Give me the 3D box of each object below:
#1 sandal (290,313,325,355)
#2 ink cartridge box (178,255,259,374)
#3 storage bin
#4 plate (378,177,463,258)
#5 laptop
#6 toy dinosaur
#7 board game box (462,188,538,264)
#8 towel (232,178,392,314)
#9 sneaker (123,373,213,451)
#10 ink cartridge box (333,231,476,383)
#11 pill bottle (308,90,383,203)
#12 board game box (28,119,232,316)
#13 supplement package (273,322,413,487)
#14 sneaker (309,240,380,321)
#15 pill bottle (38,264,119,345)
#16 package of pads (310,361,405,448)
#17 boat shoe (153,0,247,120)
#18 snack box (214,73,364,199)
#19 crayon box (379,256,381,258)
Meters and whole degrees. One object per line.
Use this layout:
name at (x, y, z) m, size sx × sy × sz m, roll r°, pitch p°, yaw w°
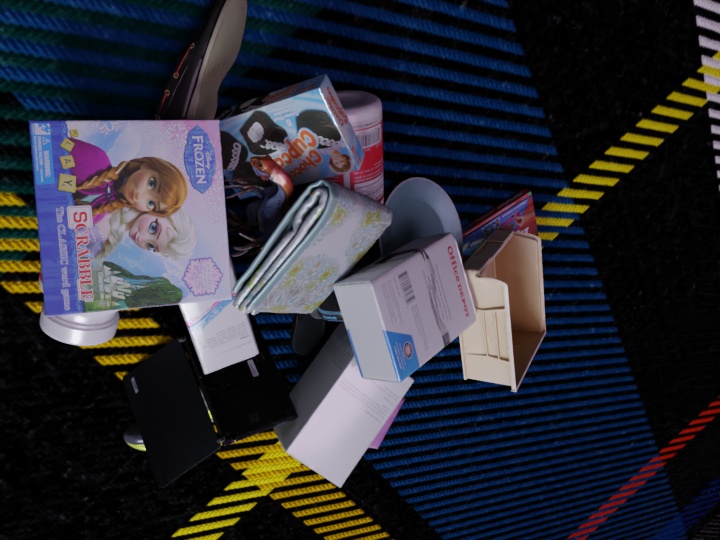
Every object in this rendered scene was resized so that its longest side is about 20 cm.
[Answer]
sandal at (-0.076, 0.052, 0.963) m, size 0.074 × 0.048 × 0.205 m, roll -10°, pitch 119°, yaw -23°
ink cartridge box at (-0.211, 0.011, 0.806) m, size 0.084 × 0.148 × 0.204 m, roll -17°, pitch 122°, yaw -15°
storage bin at (0.243, 0.058, 1.014) m, size 0.199 × 0.092 × 0.204 m, roll -38°, pitch 124°, yaw -51°
plate at (0.097, -0.049, 0.979) m, size 0.197 × 0.025 × 0.206 m, roll 4°, pitch 84°, yaw -40°
laptop at (-0.225, 0.189, 0.891) m, size 0.197 × 0.180 × 0.104 m, roll -12°, pitch 153°, yaw -38°
toy dinosaur at (-0.120, -0.091, 0.794) m, size 0.198 × 0.107 × 0.180 m, roll -26°, pitch 174°, yaw -46°
board game box at (0.239, -0.057, 1.096) m, size 0.197 × 0.019 × 0.104 m, roll -32°, pitch 127°, yaw -11°
towel at (-0.061, -0.022, 0.774) m, size 0.200 × 0.048 × 0.170 m, roll -48°, pitch 159°, yaw 16°
sneaker at (-0.276, 0.207, 0.931) m, size 0.197 × 0.073 × 0.083 m, roll -25°, pitch 119°, yaw -24°
ink cartridge box at (0.071, 0.049, 0.875) m, size 0.198 × 0.083 × 0.149 m, roll -28°, pitch 105°, yaw -41°
pill bottle at (-0.021, -0.141, 0.851) m, size 0.110 × 0.112 × 0.205 m, roll -14°, pitch 122°, yaw -21°
board game box at (-0.247, -0.061, 0.658) m, size 0.194 × 0.041 × 0.206 m, roll -5°, pitch 93°, yaw -18°
supplement package at (-0.032, 0.207, 0.940) m, size 0.116 × 0.117 × 0.202 m, roll 39°, pitch 84°, yaw -24°
sneaker at (0.000, 0.000, 0.929) m, size 0.202 × 0.081 × 0.074 m, roll -57°, pitch 133°, yaw -23°
pill bottle at (-0.333, -0.018, 0.744) m, size 0.113 × 0.116 × 0.204 m, roll 10°, pitch 110°, yaw -31°
package of pads at (-0.025, 0.249, 1.077) m, size 0.197 × 0.076 × 0.123 m, roll 20°, pitch 102°, yaw -35°
boat shoe at (-0.194, -0.252, 0.723) m, size 0.062 × 0.074 × 0.206 m, roll 21°, pitch 92°, yaw 9°
snack box at (-0.104, -0.165, 0.765) m, size 0.195 × 0.038 × 0.117 m, roll -9°, pitch 131°, yaw 28°
crayon box at (0.052, 0.084, 1.044) m, size 0.117 × 0.058 × 0.204 m, roll 15°, pitch 107°, yaw -34°
